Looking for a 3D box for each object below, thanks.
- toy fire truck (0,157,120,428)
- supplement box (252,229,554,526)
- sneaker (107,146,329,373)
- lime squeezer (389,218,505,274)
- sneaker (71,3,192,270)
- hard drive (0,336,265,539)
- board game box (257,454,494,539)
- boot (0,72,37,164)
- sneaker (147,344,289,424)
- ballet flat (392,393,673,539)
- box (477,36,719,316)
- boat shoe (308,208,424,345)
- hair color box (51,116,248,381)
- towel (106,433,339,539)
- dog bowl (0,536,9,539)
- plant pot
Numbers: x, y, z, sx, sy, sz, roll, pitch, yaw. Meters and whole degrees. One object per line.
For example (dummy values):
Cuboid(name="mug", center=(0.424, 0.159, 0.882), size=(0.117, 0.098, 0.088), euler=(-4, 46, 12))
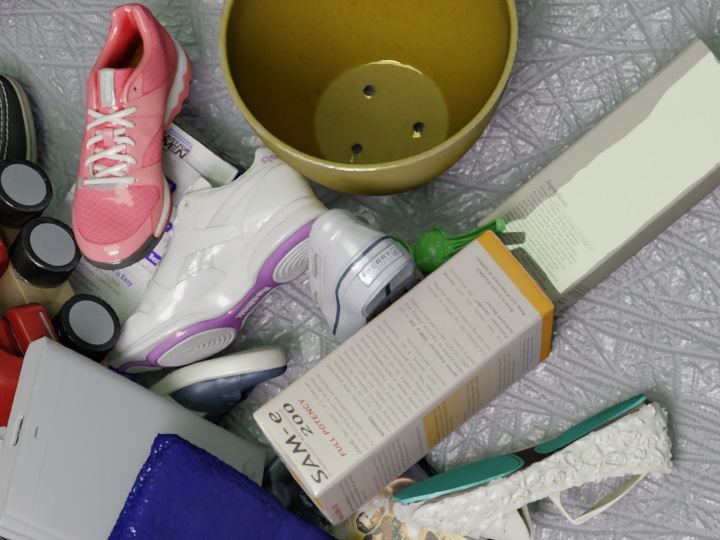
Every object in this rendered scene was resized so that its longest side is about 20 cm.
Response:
Cuboid(name="toy fire truck", center=(-0.281, 0.017, 1.144), size=(0.129, 0.199, 0.177), euler=(-44, 69, 44))
Cuboid(name="supplement box", center=(0.032, 0.075, 1.136), size=(0.199, 0.126, 0.074), euler=(-38, 73, -8))
Cuboid(name="sneaker", center=(-0.109, -0.005, 1.203), size=(0.200, 0.075, 0.100), euler=(-39, 67, 15))
Cuboid(name="lime squeezer", center=(0.030, -0.017, 1.195), size=(0.198, 0.071, 0.038), euler=(-7, 60, 33))
Cuboid(name="sneaker", center=(-0.173, -0.099, 1.184), size=(0.073, 0.087, 0.202), euler=(-1, 62, 13))
Cuboid(name="hard drive", center=(-0.152, 0.146, 1.137), size=(0.026, 0.199, 0.133), euler=(-21, 49, 41))
Cuboid(name="board game box", center=(0.013, 0.199, 1.201), size=(0.136, 0.035, 0.200), euler=(-47, 73, 8))
Cuboid(name="boot", center=(-0.324, -0.060, 1.271), size=(0.073, 0.153, 0.206), euler=(7, 87, 32))
Cuboid(name="sneaker", center=(-0.132, 0.119, 1.242), size=(0.199, 0.075, 0.085), euler=(-24, 86, 19))
Cuboid(name="ballet flat", center=(0.122, 0.147, 1.140), size=(0.198, 0.072, 0.072), euler=(-22, 77, -2))
Cuboid(name="box", center=(0.183, -0.061, 1.159), size=(0.199, 0.068, 0.082), euler=(-39, 75, 10))
Cuboid(name="boat shoe", center=(0.000, 0.000, 1.134), size=(0.073, 0.200, 0.067), euler=(-41, 80, -12))
Cuboid(name="hair color box", center=(-0.175, -0.018, 1.271), size=(0.109, 0.065, 0.201), euler=(37, 97, 18))
Cuboid(name="towel", center=(-0.086, 0.217, 1.114), size=(0.049, 0.200, 0.149), euler=(-17, 42, 52))
Cuboid(name="dog bowl", center=(-0.196, 0.264, 1.173), size=(0.200, 0.200, 0.079), euler=(42, 96, 17))
Cuboid(name="plant pot", center=(0.009, -0.131, 1.170), size=(0.198, 0.142, 0.202), euler=(-2, 68, 4))
